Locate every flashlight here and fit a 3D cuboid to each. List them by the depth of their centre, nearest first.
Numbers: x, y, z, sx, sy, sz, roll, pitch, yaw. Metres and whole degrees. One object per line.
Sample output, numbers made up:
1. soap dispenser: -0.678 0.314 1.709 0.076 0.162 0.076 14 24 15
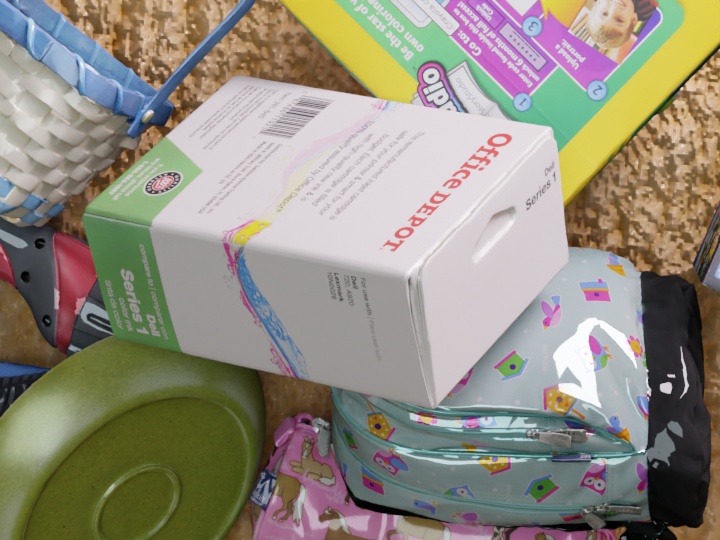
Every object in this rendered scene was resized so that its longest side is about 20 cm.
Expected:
1. flashlight: -0.211 -0.008 1.609 0.199 0.068 0.068 24 130 5

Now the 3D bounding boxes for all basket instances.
1. basket: -0.173 -0.140 1.553 0.176 0.139 0.200 42 101 13

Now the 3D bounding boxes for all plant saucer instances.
1. plant saucer: -0.127 0.120 1.553 0.200 0.200 0.031 -51 51 6

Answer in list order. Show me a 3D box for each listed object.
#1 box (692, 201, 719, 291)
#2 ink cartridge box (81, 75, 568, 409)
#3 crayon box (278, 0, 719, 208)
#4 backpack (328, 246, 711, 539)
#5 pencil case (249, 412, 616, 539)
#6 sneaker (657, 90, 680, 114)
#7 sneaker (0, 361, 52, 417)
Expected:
1. box: 0.234 -0.083 1.527 0.038 0.137 0.201 23 95 3
2. ink cartridge box: -0.015 -0.018 1.449 0.199 0.145 0.084 11 128 32
3. crayon box: 0.076 -0.143 1.506 0.200 0.058 0.173 45 94 3
4. backpack: 0.081 0.061 1.520 0.199 0.167 0.127 1 133 0
5. pencil case: 0.039 0.143 1.589 0.199 0.087 0.083 16 66 3
6. sneaker: 0.072 -0.111 1.580 0.199 0.076 0.106 -16 77 2
7. sneaker: -0.208 0.082 1.616 0.199 0.078 0.066 8 77 24
